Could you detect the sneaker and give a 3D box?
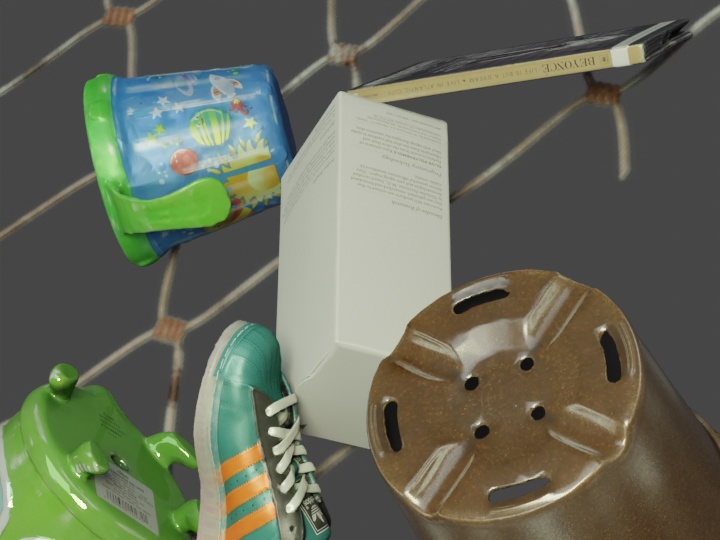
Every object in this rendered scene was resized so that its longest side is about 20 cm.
[{"bbox_3d":[-0.052,0.131,1.170,0.080,0.071,0.200,6,101,23],"label":"sneaker"}]

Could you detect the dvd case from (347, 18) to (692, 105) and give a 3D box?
[{"bbox_3d":[0.109,-0.138,1.302,0.200,0.016,0.149,-7,10,22],"label":"dvd case"}]

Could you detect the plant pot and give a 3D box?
[{"bbox_3d":[0.107,0.112,1.063,0.200,0.198,0.201,-13,51,17],"label":"plant pot"}]

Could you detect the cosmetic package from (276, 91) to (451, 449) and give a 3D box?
[{"bbox_3d":[0.000,0.000,1.245,0.108,0.085,0.200,129,149,-49],"label":"cosmetic package"}]

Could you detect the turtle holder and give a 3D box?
[{"bbox_3d":[-0.191,0.140,1.233,0.132,0.141,0.186,-46,57,12],"label":"turtle holder"}]

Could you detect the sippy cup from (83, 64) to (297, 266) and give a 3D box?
[{"bbox_3d":[-0.113,-0.084,1.368,0.130,0.140,0.178,-14,60,4],"label":"sippy cup"}]
